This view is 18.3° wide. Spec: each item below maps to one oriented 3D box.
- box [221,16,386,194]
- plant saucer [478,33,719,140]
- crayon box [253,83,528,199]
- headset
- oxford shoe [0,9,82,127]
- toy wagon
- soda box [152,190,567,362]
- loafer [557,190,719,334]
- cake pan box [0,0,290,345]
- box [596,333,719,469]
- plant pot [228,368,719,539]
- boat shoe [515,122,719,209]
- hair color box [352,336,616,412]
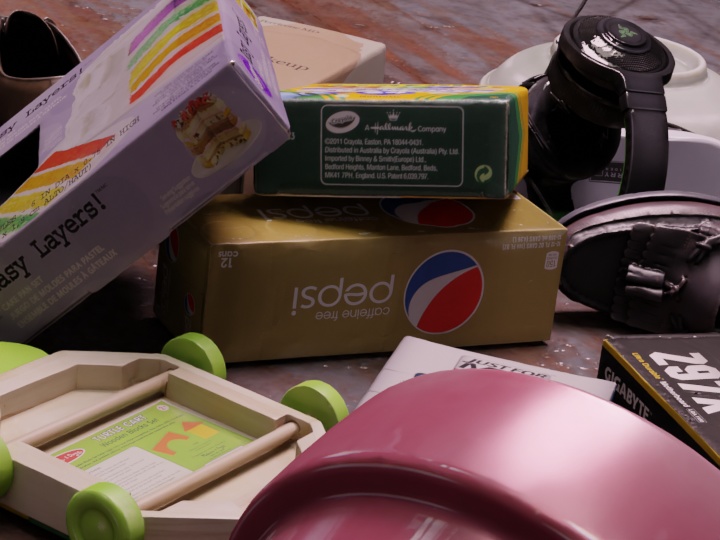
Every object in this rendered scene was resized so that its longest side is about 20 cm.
[{"bbox_3d":[-0.065,-0.083,1.286,0.094,0.078,0.200,14,22,18],"label":"box"},{"bbox_3d":[0.180,-0.127,1.525,0.198,0.051,0.200,7,21,-3],"label":"plant saucer"},{"bbox_3d":[0.022,-0.070,1.166,0.125,0.052,0.200,1,6,7],"label":"crayon box"},{"bbox_3d":[0.113,-0.099,1.254,0.093,0.124,0.201,4,61,-22],"label":"headset"},{"bbox_3d":[-0.199,-0.119,1.327,0.072,0.085,0.200,-6,23,-27],"label":"oxford shoe"},{"bbox_3d":[-0.106,0.068,0.948,0.199,0.040,0.155,20,24,30],"label":"toy wagon"},{"bbox_3d":[0.000,0.000,1.120,0.199,0.064,0.068,-4,23,-26],"label":"soda box"},{"bbox_3d":[0.197,0.005,1.175,0.198,0.072,0.063,7,25,-12],"label":"loafer"},{"bbox_3d":[-0.128,-0.051,1.078,0.052,0.200,0.184,49,11,-20],"label":"cake pan box"},{"bbox_3d":[0.214,0.088,0.998,0.158,0.050,0.200,-2,23,-18],"label":"box"},{"bbox_3d":[0.012,0.155,0.589,0.199,0.201,0.179,21,41,31],"label":"plant pot"},{"bbox_3d":[0.130,-0.073,1.352,0.198,0.070,0.066,5,13,-8],"label":"boat shoe"},{"bbox_3d":[0.036,0.097,0.892,0.099,0.061,0.200,13,22,12],"label":"hair color box"}]
